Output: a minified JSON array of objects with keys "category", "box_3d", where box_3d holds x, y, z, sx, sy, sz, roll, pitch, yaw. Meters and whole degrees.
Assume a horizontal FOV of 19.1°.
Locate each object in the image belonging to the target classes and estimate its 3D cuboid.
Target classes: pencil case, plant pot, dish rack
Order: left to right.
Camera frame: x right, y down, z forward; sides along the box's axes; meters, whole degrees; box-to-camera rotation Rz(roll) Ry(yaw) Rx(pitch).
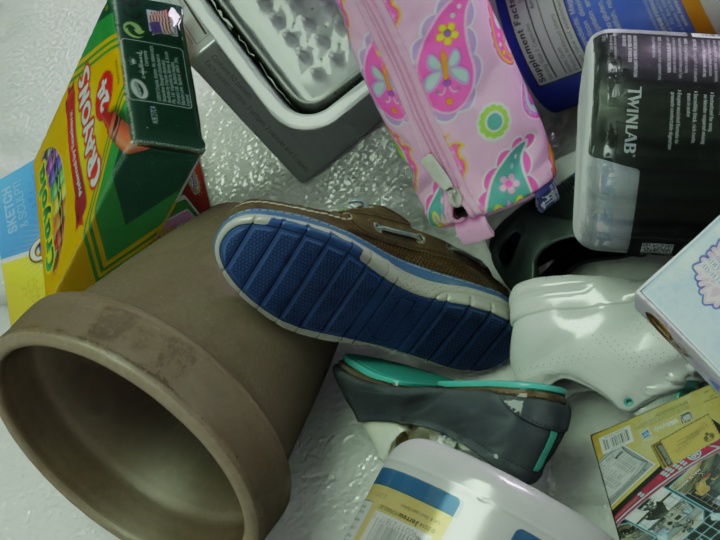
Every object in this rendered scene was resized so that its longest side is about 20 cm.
[{"category":"plant pot","box_3d":[-0.099,0.053,1.301,0.200,0.201,0.175,10,49,38]},{"category":"dish rack","box_3d":[-0.005,-0.196,1.305,0.200,0.044,0.172,-38,77,5]},{"category":"pencil case","box_3d":[0.041,-0.118,1.225,0.087,0.200,0.087,-22,19,8]}]

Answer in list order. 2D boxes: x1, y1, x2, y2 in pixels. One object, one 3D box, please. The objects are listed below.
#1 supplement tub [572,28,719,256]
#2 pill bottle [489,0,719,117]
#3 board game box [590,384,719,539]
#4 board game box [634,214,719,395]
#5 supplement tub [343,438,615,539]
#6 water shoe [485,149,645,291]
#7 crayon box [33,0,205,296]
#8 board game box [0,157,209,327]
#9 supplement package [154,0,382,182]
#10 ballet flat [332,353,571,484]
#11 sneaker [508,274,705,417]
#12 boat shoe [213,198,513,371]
[{"category":"supplement tub","box_3d":[0.218,-0.066,1.163,0.199,0.123,0.123,4,58,3]},{"category":"pill bottle","box_3d":[0.132,-0.160,1.331,0.200,0.112,0.112,-19,51,23]},{"category":"board game box","box_3d":[0.231,0.110,1.131,0.200,0.035,0.136,-25,50,17]},{"category":"board game box","box_3d":[0.274,0.019,1.056,0.199,0.041,0.200,-41,76,-4]},{"category":"supplement tub","box_3d":[0.037,0.204,1.114,0.144,0.145,0.200,21,78,41]},{"category":"water shoe","box_3d":[0.167,-0.047,1.267,0.200,0.071,0.079,-34,57,22]},{"category":"crayon box","box_3d":[-0.163,-0.061,1.366,0.200,0.051,0.127,122,146,-43]},{"category":"board game box","box_3d":[-0.175,-0.014,1.482,0.153,0.040,0.200,-29,48,14]},{"category":"supplement package","box_3d":[-0.026,-0.200,1.434,0.200,0.152,0.151,-38,47,5]},{"category":"ballet flat","box_3d":[0.043,0.089,1.238,0.200,0.073,0.073,6,62,54]},{"category":"sneaker","box_3d":[0.178,0.045,1.200,0.200,0.075,0.089,-7,73,31]},{"category":"boat shoe","box_3d":[0.000,0.000,1.265,0.072,0.200,0.072,-50,31,29]}]
